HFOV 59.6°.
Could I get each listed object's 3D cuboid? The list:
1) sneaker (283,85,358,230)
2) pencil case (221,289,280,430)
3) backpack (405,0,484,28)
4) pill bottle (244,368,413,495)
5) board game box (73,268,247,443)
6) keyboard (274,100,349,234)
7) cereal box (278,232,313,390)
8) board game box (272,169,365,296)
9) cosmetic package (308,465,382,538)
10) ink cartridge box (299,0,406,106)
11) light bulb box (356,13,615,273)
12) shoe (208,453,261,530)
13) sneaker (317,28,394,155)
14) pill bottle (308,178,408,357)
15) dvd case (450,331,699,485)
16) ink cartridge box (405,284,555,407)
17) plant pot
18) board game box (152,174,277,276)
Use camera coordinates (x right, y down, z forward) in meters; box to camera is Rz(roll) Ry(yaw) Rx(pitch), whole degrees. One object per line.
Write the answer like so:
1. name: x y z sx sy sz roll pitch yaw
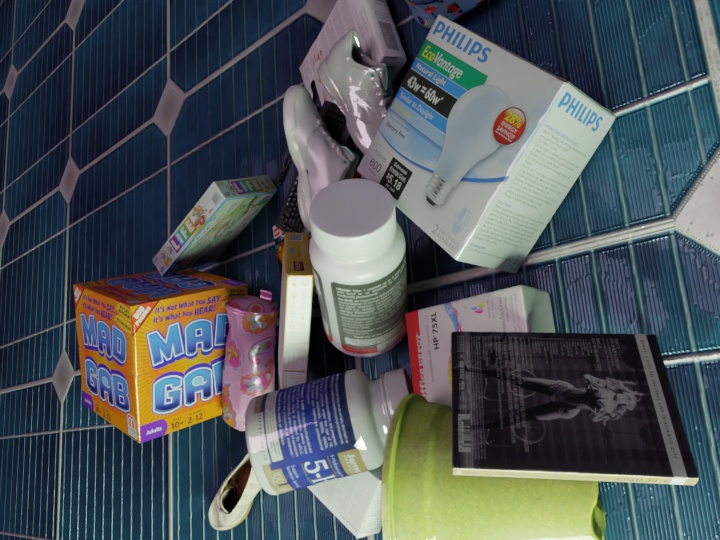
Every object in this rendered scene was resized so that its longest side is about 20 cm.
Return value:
1. sneaker: -0.047 -0.159 0.859 0.087 0.075 0.204 -13 86 17
2. pencil case: -0.164 0.135 0.942 0.087 0.086 0.204 20 110 43
3. backpack: 0.092 -0.422 0.783 0.181 0.133 0.204 -17 75 41
4. pill bottle: -0.029 0.188 0.763 0.196 0.120 0.122 -17 69 6
5. board game box: -0.313 0.120 1.002 0.198 0.198 0.204 11 105 43
6. keyboard: -0.083 -0.155 0.938 0.126 0.020 0.203 32 102 44
7. cereal box: -0.090 0.068 0.854 0.144 0.039 0.204 -108 21 -64
8. board game box: -0.048 -0.045 0.919 0.198 0.034 0.128 -28 64 37
9. cosmetic package: -0.039 0.260 0.851 0.199 0.050 0.084 30 101 42
10. ink cartridge box: -0.017 -0.309 0.939 0.200 0.049 0.164 -46 53 51
11. light bulb box: 0.132 -0.140 0.704 0.198 0.124 0.202 45 114 38
12. shoe: -0.192 0.339 0.981 0.201 0.053 0.070 -51 53 25
13. sneaker: 0.021 -0.221 0.819 0.201 0.075 0.088 55 134 9
14. pill bottle: 0.000 0.000 0.746 0.114 0.113 0.202 47 156 37
15. dvd case: 0.181 0.118 0.569 0.196 0.016 0.150 -1 44 8
16. ink cartridge box: 0.120 0.097 0.716 0.198 0.067 0.119 -18 71 41
17. plant pot: 0.137 0.220 0.603 0.181 0.200 0.205 -5 79 22
18. board game box: -0.240 -0.075 1.036 0.200 0.134 0.034 -42 80 30
